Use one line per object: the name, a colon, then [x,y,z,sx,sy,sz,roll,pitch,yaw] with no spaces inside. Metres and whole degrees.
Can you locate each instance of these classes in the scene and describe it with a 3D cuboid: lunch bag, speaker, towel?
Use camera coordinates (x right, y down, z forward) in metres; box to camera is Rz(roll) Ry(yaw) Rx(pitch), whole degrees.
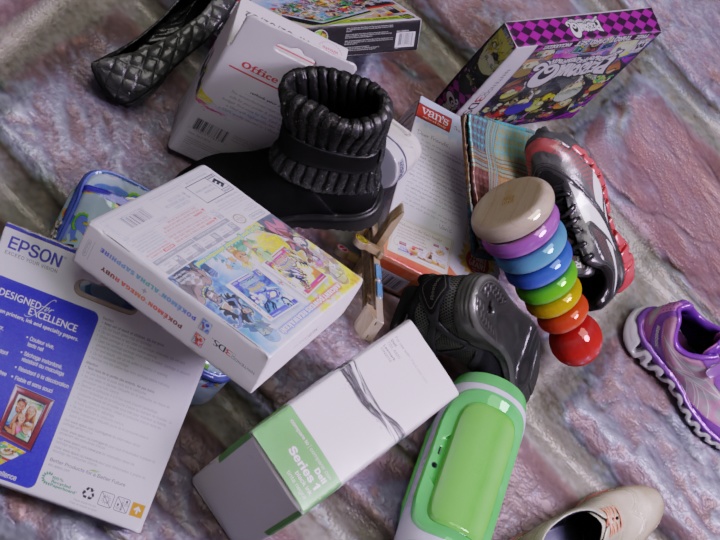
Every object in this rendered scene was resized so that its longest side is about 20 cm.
lunch bag: [-0.187,0.011,1.302,0.198,0.082,0.162,28,54,-14]
speaker: [0.093,0.196,1.354,0.088,0.088,0.201,30,56,-11]
towel: [0.167,-0.076,1.500,0.199,0.022,0.149,7,75,-53]

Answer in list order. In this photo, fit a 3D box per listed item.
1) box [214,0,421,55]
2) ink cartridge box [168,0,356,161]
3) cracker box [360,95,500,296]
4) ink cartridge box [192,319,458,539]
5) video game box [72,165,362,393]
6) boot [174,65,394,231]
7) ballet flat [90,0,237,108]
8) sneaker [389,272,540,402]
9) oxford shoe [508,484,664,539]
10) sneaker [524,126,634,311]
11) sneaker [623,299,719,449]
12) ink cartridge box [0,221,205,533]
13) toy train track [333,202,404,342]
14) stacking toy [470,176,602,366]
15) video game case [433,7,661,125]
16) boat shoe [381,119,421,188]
box: [-0.049,-0.253,1.493,0.198,0.035,0.110,-10,34,-31]
ink cartridge box: [-0.088,-0.172,1.363,0.114,0.200,0.068,23,50,-16]
cracker box: [0.084,-0.060,1.491,0.133,0.058,0.202,26,58,-16]
ink cartridge box: [-0.029,0.143,1.277,0.199,0.146,0.085,-32,85,-35]
video game box: [-0.112,0.000,1.216,0.181,0.047,0.200,34,26,10]
boot: [-0.074,-0.109,1.317,0.208,0.159,0.080,-2,57,0]
ballet flat: [-0.178,-0.240,1.413,0.201,0.066,0.057,-52,128,-20]
sneaker: [0.103,0.062,1.415,0.200,0.113,0.077,47,59,-50]
oxford shoe: [0.229,0.252,1.404,0.198,0.074,0.071,-20,77,-33]
sneaker: [0.214,-0.045,1.479,0.098,0.070,0.202,-51,123,-47]
sneaker: [0.369,0.107,1.540,0.200,0.088,0.080,46,53,-2]
ink cartridge box: [-0.236,0.089,1.206,0.196,0.047,0.202,22,86,-15]
toy train track: [0.000,0.000,1.357,0.032,0.115,0.201,26,25,-15]
stacking toy: [0.182,0.010,1.425,0.086,0.085,0.201,-54,127,-35]
video game case: [0.190,-0.208,1.543,0.198,0.181,0.036,-11,71,-32]
boat shoe: [-0.026,-0.157,1.456,0.199,0.071,0.070,33,40,18]
